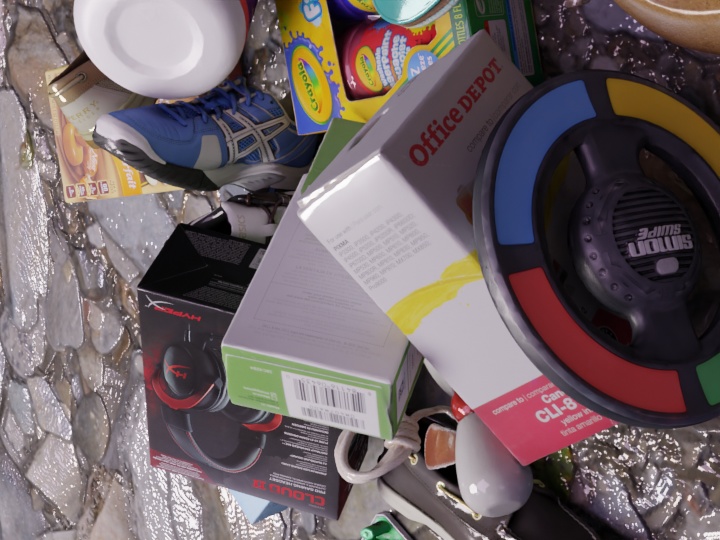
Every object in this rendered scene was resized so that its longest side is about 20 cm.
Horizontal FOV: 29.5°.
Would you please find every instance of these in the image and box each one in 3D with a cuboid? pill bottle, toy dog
[{"bbox_3d":[-0.119,-0.216,0.939,0.112,0.200,0.113,4,134,5],"label":"pill bottle"},{"bbox_3d":[0.072,0.077,0.872,0.132,0.200,0.096,-3,140,25],"label":"toy dog"}]

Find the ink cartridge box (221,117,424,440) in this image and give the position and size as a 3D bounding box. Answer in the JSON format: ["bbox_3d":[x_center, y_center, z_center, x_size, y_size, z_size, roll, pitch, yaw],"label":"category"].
[{"bbox_3d":[0.000,0.000,0.842,0.104,0.200,0.059,12,140,14],"label":"ink cartridge box"}]

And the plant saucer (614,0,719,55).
[{"bbox_3d":[0.171,-0.199,0.679,0.200,0.035,0.201,24,128,35],"label":"plant saucer"}]

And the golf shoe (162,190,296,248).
[{"bbox_3d":[-0.046,-0.022,0.960,0.200,0.094,0.078,-17,77,22],"label":"golf shoe"}]

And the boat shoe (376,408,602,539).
[{"bbox_3d":[0.087,0.155,0.924,0.201,0.072,0.061,24,121,41],"label":"boat shoe"}]

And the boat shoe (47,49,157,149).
[{"bbox_3d":[-0.168,-0.178,1.009,0.073,0.201,0.063,-12,132,38],"label":"boat shoe"}]

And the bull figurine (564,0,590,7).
[{"bbox_3d":[0.154,-0.219,0.764,0.200,0.065,0.122,0,108,50],"label":"bull figurine"}]

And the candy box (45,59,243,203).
[{"bbox_3d":[-0.174,-0.121,1.117,0.200,0.055,0.116,-3,98,45],"label":"candy box"}]

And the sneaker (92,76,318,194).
[{"bbox_3d":[-0.104,-0.100,0.960,0.076,0.200,0.077,32,110,32],"label":"sneaker"}]

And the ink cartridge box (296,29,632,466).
[{"bbox_3d":[0.081,-0.015,0.782,0.200,0.145,0.083,47,136,-10],"label":"ink cartridge box"}]

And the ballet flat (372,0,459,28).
[{"bbox_3d":[0.065,-0.221,0.761,0.069,0.071,0.200,41,139,18],"label":"ballet flat"}]

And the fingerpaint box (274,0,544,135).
[{"bbox_3d":[0.020,-0.199,0.893,0.167,0.073,0.201,-3,98,45],"label":"fingerpaint box"}]

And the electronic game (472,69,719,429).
[{"bbox_3d":[0.148,-0.014,0.730,0.042,0.200,0.200,-35,76,58],"label":"electronic game"}]

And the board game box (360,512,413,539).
[{"bbox_3d":[0.035,0.322,1.053,0.200,0.026,0.200,46,129,26],"label":"board game box"}]

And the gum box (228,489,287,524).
[{"bbox_3d":[-0.076,0.075,1.082,0.170,0.044,0.200,53,132,21],"label":"gum box"}]

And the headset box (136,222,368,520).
[{"bbox_3d":[-0.069,0.080,0.951,0.148,0.075,0.200,15,133,11],"label":"headset box"}]
